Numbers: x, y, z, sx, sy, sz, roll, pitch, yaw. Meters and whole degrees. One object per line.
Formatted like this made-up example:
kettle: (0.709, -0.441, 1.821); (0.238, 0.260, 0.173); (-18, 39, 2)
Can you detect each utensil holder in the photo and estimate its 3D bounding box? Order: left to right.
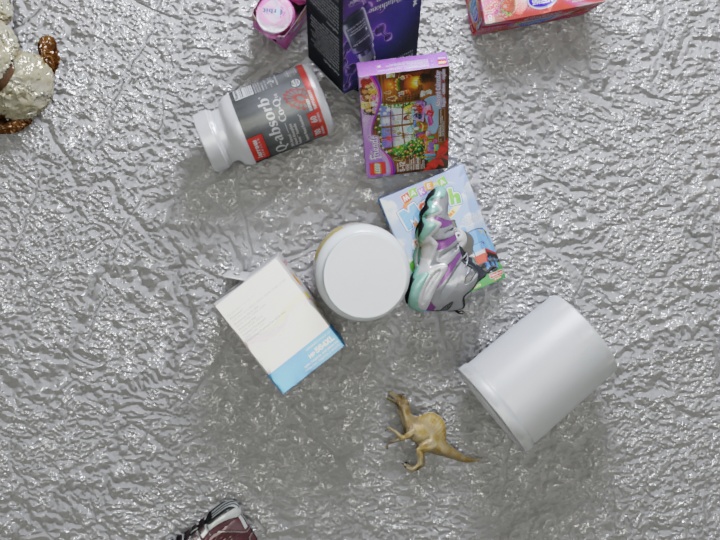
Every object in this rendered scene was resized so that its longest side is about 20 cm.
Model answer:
utensil holder: (0.286, 0.163, 1.376); (0.200, 0.170, 0.170); (-38, 96, -2)

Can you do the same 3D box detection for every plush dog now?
plush dog: (-0.547, -0.304, 1.299); (0.171, 0.160, 0.201); (29, 94, -33)

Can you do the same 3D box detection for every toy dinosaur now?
toy dinosaur: (0.110, 0.289, 1.427); (0.200, 0.058, 0.101); (40, 89, -6)

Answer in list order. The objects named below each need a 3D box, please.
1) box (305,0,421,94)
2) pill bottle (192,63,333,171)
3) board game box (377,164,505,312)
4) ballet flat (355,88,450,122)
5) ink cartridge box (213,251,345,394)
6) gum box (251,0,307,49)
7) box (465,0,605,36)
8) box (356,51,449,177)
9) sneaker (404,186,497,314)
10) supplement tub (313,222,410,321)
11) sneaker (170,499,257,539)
box: (0.005, -0.389, 1.271); (0.147, 0.201, 0.104); (-30, 60, -19)
pill bottle: (-0.151, -0.234, 1.336); (0.199, 0.116, 0.117); (-23, 96, -2)
board game box: (0.134, -0.053, 1.412); (0.150, 0.037, 0.201); (-23, 95, -2)
ballet flat: (0.059, -0.289, 1.374); (0.199, 0.066, 0.057); (28, 82, -7)
ink cartridge box: (-0.134, 0.068, 1.355); (0.125, 0.129, 0.201); (-36, 97, -1)
gum box: (-0.094, -0.442, 1.325); (0.066, 0.114, 0.201); (34, 92, -6)
box: (0.272, -0.445, 1.360); (0.198, 0.103, 0.096); (-12, 96, -5)
box: (0.068, -0.236, 1.327); (0.136, 0.039, 0.201); (-7, 138, -1)
sneaker: (0.154, -0.027, 1.364); (0.139, 0.078, 0.202); (9, 104, -6)
supplement tub: (0.000, 0.000, 1.323); (0.144, 0.200, 0.147); (0, 95, -4)
sneaker: (-0.256, 0.481, 1.407); (0.199, 0.076, 0.116); (-36, 99, -2)
